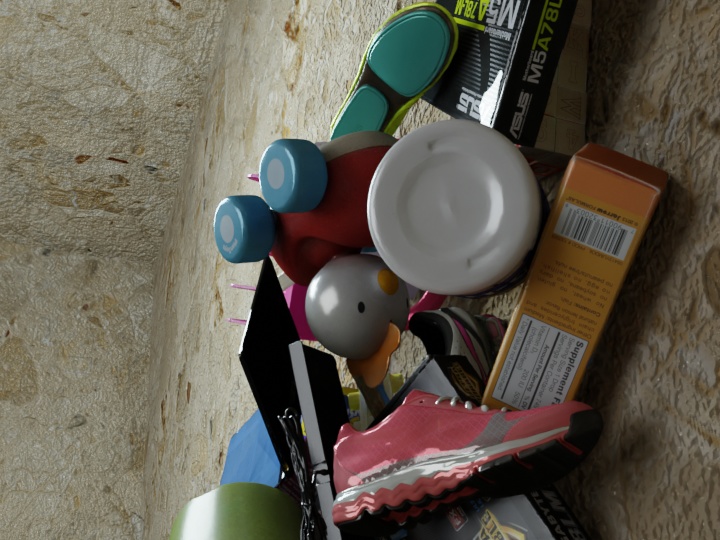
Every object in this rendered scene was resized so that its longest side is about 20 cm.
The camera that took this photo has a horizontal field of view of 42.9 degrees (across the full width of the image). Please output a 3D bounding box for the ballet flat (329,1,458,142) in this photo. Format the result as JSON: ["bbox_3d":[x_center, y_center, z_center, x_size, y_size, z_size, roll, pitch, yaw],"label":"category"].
[{"bbox_3d":[0.032,-0.172,0.809,0.067,0.067,0.200,-50,0,-40],"label":"ballet flat"}]

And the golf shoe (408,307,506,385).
[{"bbox_3d":[0.089,0.117,0.770,0.201,0.091,0.073,-102,31,-44],"label":"golf shoe"}]

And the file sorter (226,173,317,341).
[{"bbox_3d":[-0.084,-0.016,1.194,0.124,0.138,0.202,7,87,35],"label":"file sorter"}]

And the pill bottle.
[{"bbox_3d":[0.086,-0.039,0.708,0.200,0.118,0.121,10,-90,-73],"label":"pill bottle"}]

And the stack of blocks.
[{"bbox_3d":[0.144,-0.183,0.803,0.115,0.058,0.202,155,122,-68],"label":"stack of blocks"}]

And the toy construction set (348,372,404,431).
[{"bbox_3d":[0.021,0.211,0.877,0.132,0.091,0.202,75,-158,-52],"label":"toy construction set"}]

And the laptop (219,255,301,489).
[{"bbox_3d":[-0.116,0.125,0.866,0.188,0.115,0.202,-88,-17,-64],"label":"laptop"}]

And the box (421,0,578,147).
[{"bbox_3d":[0.112,-0.217,0.749,0.200,0.047,0.195,-124,48,-65],"label":"box"}]

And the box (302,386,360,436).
[{"bbox_3d":[-0.046,0.195,1.156,0.200,0.069,0.065,141,138,-62],"label":"box"}]

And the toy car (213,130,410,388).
[{"bbox_3d":[0.000,0.000,0.814,0.177,0.183,0.202,-39,65,46],"label":"toy car"}]

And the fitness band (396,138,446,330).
[{"bbox_3d":[0.041,-0.037,0.944,0.142,0.037,0.202,3,81,32],"label":"fitness band"}]

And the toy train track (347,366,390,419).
[{"bbox_3d":[0.044,0.149,0.807,0.201,0.032,0.115,58,137,39],"label":"toy train track"}]

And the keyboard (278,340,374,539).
[{"bbox_3d":[-0.027,0.151,0.681,0.127,0.020,0.202,35,-141,-66],"label":"keyboard"}]

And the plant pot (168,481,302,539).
[{"bbox_3d":[-0.093,0.274,0.723,0.190,0.198,0.202,-109,34,-60],"label":"plant pot"}]

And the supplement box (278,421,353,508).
[{"bbox_3d":[-0.061,0.265,0.966,0.200,0.103,0.132,-39,-19,-47],"label":"supplement box"}]

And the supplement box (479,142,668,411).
[{"bbox_3d":[0.149,0.017,0.655,0.066,0.068,0.202,-36,-33,-63],"label":"supplement box"}]

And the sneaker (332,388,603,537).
[{"bbox_3d":[0.063,0.113,0.628,0.198,0.074,0.088,-22,57,16],"label":"sneaker"}]

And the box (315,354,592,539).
[{"bbox_3d":[0.062,0.204,0.706,0.199,0.049,0.201,-52,54,27],"label":"box"}]

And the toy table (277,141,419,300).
[{"bbox_3d":[-0.016,-0.045,1.050,0.202,0.183,0.117,65,165,-1],"label":"toy table"}]
